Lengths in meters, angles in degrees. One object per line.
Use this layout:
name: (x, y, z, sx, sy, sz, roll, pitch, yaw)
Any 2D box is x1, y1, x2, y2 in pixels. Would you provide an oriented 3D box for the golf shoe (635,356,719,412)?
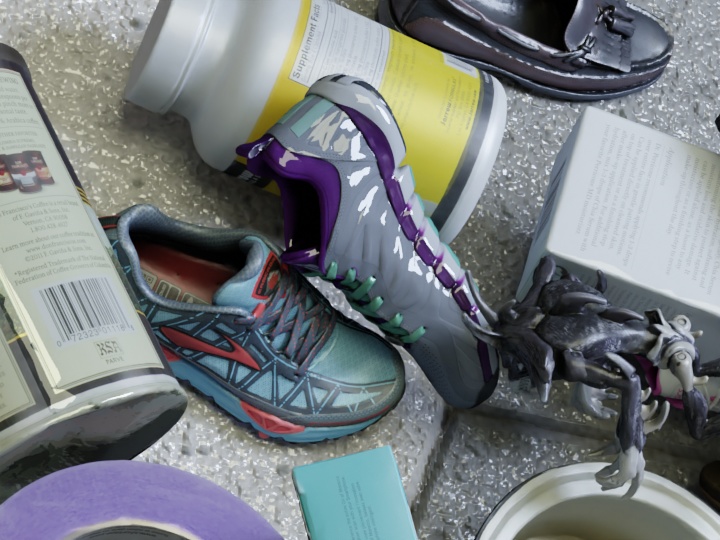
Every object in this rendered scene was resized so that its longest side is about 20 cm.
golf shoe: (0.219, 0.061, 1.406, 0.200, 0.075, 0.092, 36, 62, 7)

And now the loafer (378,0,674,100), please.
loafer: (0.112, -0.153, 1.468, 0.199, 0.063, 0.072, 7, 61, -22)

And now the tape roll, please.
tape roll: (-0.117, 0.200, 1.157, 0.199, 0.085, 0.201, 11, 59, -19)

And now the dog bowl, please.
dog bowl: (0.129, 0.209, 1.274, 0.199, 0.074, 0.201, 12, 59, -19)

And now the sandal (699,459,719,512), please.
sandal: (0.250, 0.161, 1.326, 0.081, 0.055, 0.200, -1, 25, -28)

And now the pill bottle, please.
pill bottle: (-0.026, -0.094, 1.341, 0.199, 0.112, 0.113, 23, 56, -12)

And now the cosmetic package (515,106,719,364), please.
cosmetic package: (0.199, -0.004, 1.350, 0.199, 0.071, 0.102, 21, 63, -2)

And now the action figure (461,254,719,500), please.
action figure: (0.143, 0.061, 1.269, 0.198, 0.103, 0.119, 12, 33, -4)

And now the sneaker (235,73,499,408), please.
sneaker: (0.000, 0.000, 1.270, 0.087, 0.074, 0.201, -36, 109, -28)

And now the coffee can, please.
coffee can: (-0.193, 0.009, 1.186, 0.146, 0.146, 0.201, -18, 73, -32)

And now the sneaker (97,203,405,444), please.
sneaker: (-0.060, 0.027, 1.269, 0.199, 0.096, 0.080, 22, 57, -13)

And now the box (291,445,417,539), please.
box: (0.006, 0.158, 1.167, 0.049, 0.200, 0.083, -14, 68, -2)

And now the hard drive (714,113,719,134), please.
hard drive: (0.297, -0.016, 1.320, 0.139, 0.033, 0.201, -14, 69, -20)
